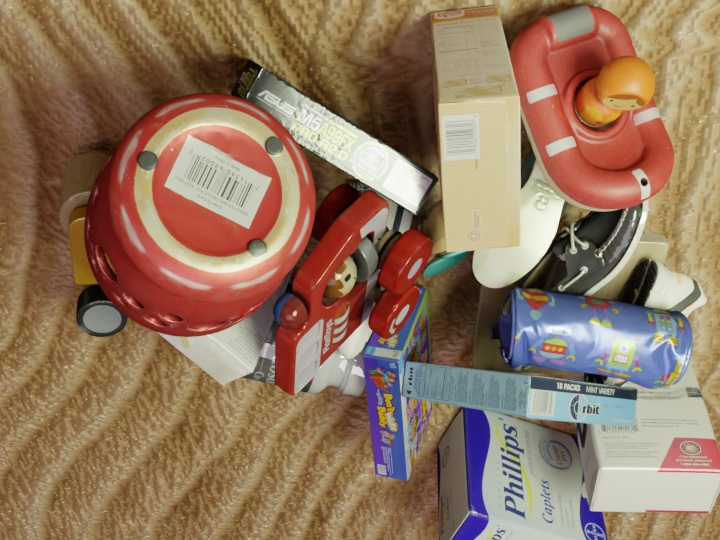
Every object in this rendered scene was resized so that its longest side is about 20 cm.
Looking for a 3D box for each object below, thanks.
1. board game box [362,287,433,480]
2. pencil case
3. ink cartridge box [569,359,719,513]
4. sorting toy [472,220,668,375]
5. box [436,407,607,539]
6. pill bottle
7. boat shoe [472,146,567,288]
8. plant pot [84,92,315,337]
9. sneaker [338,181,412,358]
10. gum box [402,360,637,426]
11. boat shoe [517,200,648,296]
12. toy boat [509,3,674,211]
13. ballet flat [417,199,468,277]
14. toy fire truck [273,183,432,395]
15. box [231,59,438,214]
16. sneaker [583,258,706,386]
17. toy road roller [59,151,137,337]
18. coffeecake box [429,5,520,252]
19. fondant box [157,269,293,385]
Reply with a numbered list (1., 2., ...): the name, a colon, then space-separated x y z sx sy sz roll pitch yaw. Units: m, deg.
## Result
1. board game box: 0.050 0.139 1.128 0.044 0.135 0.202 7 129 17
2. pencil case: 0.236 0.071 0.938 0.197 0.078 0.088 8 103 -2
3. ink cartridge box: 0.341 0.187 1.111 0.142 0.201 0.085 1 131 3
4. sorting toy: 0.237 0.025 1.076 0.196 0.070 0.202 3 127 1
5. box: 0.210 0.302 1.214 0.197 0.185 0.106 17 128 -10
6. pill bottle: -0.086 0.084 1.110 0.197 0.117 0.117 14 127 -7
7. boat shoe: 0.181 -0.074 0.963 0.071 0.063 0.202 27 99 -3
8. plant pot: -0.145 -0.047 0.820 0.198 0.203 0.182 23 166 -14
9. sneaker: 0.000 0.000 1.043 0.079 0.076 0.203 17 95 -2
10. gum box: 0.172 0.136 1.006 0.168 0.045 0.199 11 174 -35
11. boat shoe: 0.227 -0.015 0.962 0.060 0.075 0.201 17 134 -15
12. toy boat: 0.229 -0.158 0.852 0.129 0.131 0.202 -20 88 -14
13. ballet flat: 0.092 -0.038 1.006 0.068 0.200 0.064 -21 84 -7
14. toy fire truck: -0.023 0.022 0.910 0.112 0.168 0.201 34 148 17
15. box: -0.031 -0.137 0.912 0.198 0.160 0.045 30 99 -17
16. sneaker: 0.317 0.083 1.026 0.079 0.074 0.202 14 127 -10
17. toy road roller: -0.255 -0.031 1.037 0.144 0.124 0.202 -5 130 -10
18. coffeecake box: 0.108 -0.141 0.877 0.072 0.201 0.155 -4 127 5
19. fondant box: -0.152 -0.001 0.994 0.058 0.201 0.144 -25 123 37
